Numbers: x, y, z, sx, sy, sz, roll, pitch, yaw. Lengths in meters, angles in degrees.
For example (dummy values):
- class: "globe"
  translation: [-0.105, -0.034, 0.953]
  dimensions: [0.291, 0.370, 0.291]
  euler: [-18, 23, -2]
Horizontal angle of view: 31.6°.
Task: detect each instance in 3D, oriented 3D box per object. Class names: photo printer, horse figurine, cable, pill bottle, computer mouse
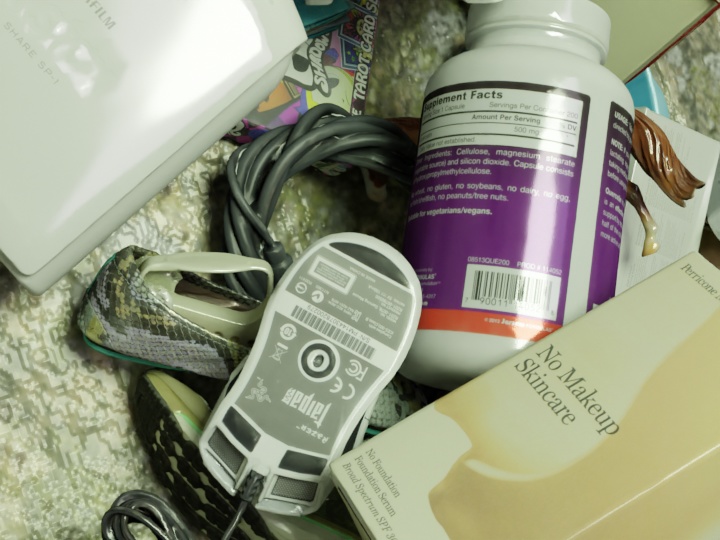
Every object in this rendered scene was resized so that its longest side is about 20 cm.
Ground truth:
- class: "photo printer"
  translation: [-0.136, -0.114, 0.614]
  dimensions: [0.200, 0.069, 0.167]
  euler: [-42, 96, -12]
- class: "horse figurine"
  translation: [0.103, -0.053, 0.775]
  dimensions: [0.050, 0.199, 0.133]
  euler: [-34, 105, -73]
- class: "cable"
  translation: [0.000, 0.000, 0.728]
  dimensions: [0.199, 0.051, 0.164]
  euler: [33, 89, -19]
- class: "pill bottle"
  translation: [0.081, -0.037, 0.660]
  dimensions: [0.112, 0.112, 0.202]
  euler: [15, 77, -32]
- class: "computer mouse"
  translation: [-0.034, 0.077, 0.604]
  dimensions: [0.109, 0.044, 0.201]
  euler: [29, 77, 5]

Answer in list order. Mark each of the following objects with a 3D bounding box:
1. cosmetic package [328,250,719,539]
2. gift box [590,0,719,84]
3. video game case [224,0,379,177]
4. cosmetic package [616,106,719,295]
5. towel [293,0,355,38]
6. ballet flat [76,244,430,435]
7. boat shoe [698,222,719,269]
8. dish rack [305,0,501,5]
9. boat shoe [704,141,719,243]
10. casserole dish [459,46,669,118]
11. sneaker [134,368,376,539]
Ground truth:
- class: "cosmetic package"
  translation: [0.099, 0.087, 0.557]
  dimensions: [0.199, 0.105, 0.071]
  euler: [-30, 132, -9]
- class: "gift box"
  translation: [0.189, -0.247, 0.825]
  dimensions: [0.185, 0.187, 0.200]
  euler: [48, 48, -2]
- class: "video game case"
  translation: [-0.070, -0.176, 0.743]
  dimensions: [0.180, 0.036, 0.202]
  euler: [19, 70, -30]
- class: "cosmetic package"
  translation: [0.176, 0.000, 0.843]
  dimensions: [0.082, 0.050, 0.202]
  euler: [17, 85, -39]
- class: "towel"
  translation: [-0.099, -0.207, 0.695]
  dimensions: [0.146, 0.022, 0.201]
  euler: [-29, 95, -35]
- class: "ballet flat"
  translation: [-0.043, 0.033, 0.657]
  dimensions: [0.199, 0.072, 0.073]
  euler: [18, 69, -14]
- class: "boat shoe"
  translation: [0.308, 0.023, 0.946]
  dimensions: [0.199, 0.076, 0.072]
  euler: [33, 64, -24]
- class: "dish rack"
  translation: [0.052, -0.184, 0.691]
  dimensions: [0.200, 0.171, 0.044]
  euler: [-39, 127, -49]
- class: "boat shoe"
  translation: [0.281, -0.044, 0.902]
  dimensions: [0.066, 0.072, 0.200]
  euler: [55, 15, -14]
- class: "casserole dish"
  translation: [0.133, -0.103, 0.872]
  dimensions: [0.199, 0.039, 0.122]
  euler: [-4, 82, -37]
- class: "sneaker"
  translation: [-0.030, 0.111, 0.666]
  dimensions: [0.200, 0.077, 0.089]
  euler: [39, 54, 3]
